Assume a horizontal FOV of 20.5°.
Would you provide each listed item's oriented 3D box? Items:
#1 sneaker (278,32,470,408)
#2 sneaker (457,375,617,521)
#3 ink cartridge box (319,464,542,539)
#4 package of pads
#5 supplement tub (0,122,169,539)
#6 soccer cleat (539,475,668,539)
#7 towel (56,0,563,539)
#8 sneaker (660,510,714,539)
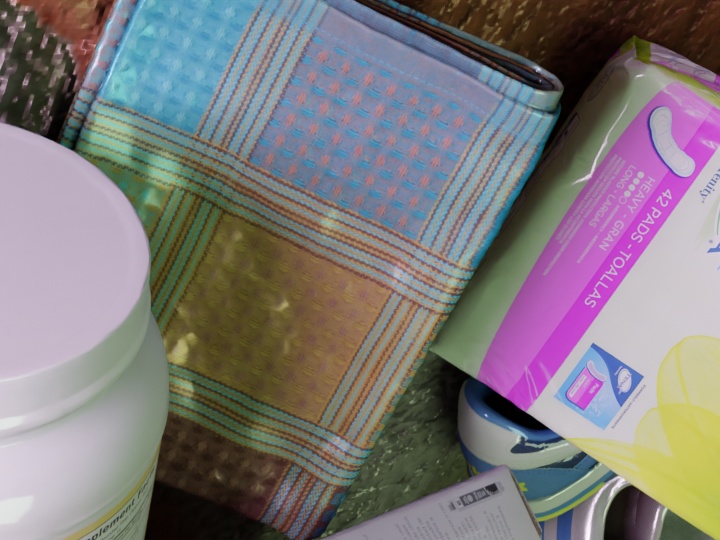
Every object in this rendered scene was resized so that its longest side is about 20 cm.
[{"bbox_3d":[0.000,0.000,0.730,0.071,0.073,0.200,1,126,-23],"label":"sneaker"},{"bbox_3d":[0.126,0.031,0.887,0.200,0.074,0.082,-39,142,-6],"label":"sneaker"},{"bbox_3d":[-0.058,0.149,0.768,0.200,0.041,0.200,-34,168,38],"label":"ink cartridge box"},{"bbox_3d":[0.149,0.017,0.799,0.155,0.200,0.068,-55,-178,16],"label":"package of pads"},{"bbox_3d":[-0.137,0.067,0.618,0.145,0.145,0.200,-16,136,-32],"label":"supplement tub"},{"bbox_3d":[0.092,0.154,0.968,0.070,0.086,0.200,9,121,-47],"label":"soccer cleat"},{"bbox_3d":[-0.037,-0.008,0.669,0.147,0.022,0.200,23,116,-9],"label":"towel"},{"bbox_3d":[0.134,0.212,1.095,0.200,0.071,0.099,-55,169,-7],"label":"sneaker"}]
